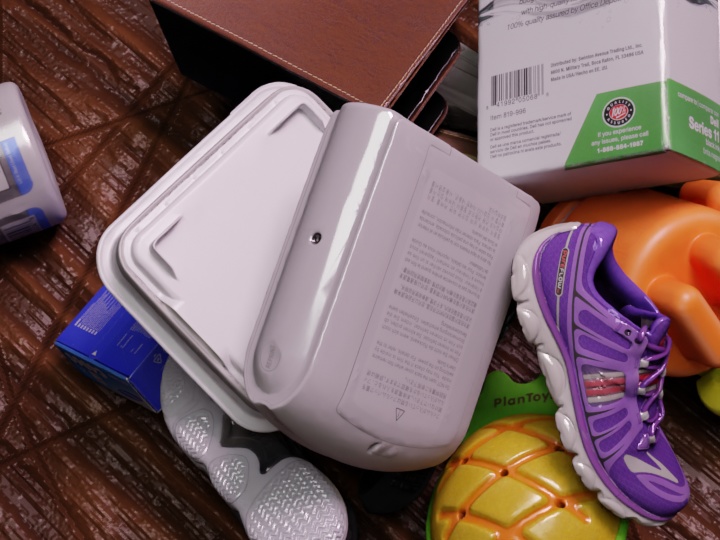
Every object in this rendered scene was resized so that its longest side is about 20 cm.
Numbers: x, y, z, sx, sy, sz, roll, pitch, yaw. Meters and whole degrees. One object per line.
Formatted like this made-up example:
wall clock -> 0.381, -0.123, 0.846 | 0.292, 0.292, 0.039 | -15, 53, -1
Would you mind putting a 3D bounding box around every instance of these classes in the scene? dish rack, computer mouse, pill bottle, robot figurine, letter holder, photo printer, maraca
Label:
dish rack -> -0.049, -0.016, 0.942 | 0.172, 0.044, 0.200 | 47, 65, -6
computer mouse -> 0.065, 0.083, 0.984 | 0.034, 0.059, 0.200 | 33, 99, -11
pill bottle -> -0.330, -0.055, 1.089 | 0.199, 0.114, 0.114 | -21, 64, -8
robot figurine -> 0.193, 0.002, 1.004 | 0.116, 0.200, 0.144 | 8, 99, -26
letter holder -> -0.024, -0.180, 1.061 | 0.200, 0.101, 0.142 | 29, 72, 19
photo printer -> 0.019, 0.020, 0.897 | 0.069, 0.166, 0.201 | 13, 82, 45
maraca -> 0.109, 0.143, 0.973 | 0.137, 0.107, 0.200 | -9, 46, 16

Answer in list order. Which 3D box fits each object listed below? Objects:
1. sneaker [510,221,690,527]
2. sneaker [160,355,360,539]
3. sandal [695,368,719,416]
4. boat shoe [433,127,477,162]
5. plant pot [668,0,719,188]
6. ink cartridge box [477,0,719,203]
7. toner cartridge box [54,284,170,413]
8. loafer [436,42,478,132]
sneaker -> 0.160, 0.065, 0.903 | 0.083, 0.081, 0.201 | -18, 101, 31
sneaker -> -0.065, 0.135, 0.984 | 0.075, 0.114, 0.200 | -32, 55, -6
sandal -> 0.280, 0.026, 1.047 | 0.087, 0.079, 0.201 | 24, 52, -26
boat shoe -> 0.001, -0.105, 1.118 | 0.199, 0.072, 0.068 | 9, 66, 10
plant pot -> 0.249, -0.160, 1.060 | 0.199, 0.200, 0.174 | 2, 63, 4
ink cartridge box -> 0.157, -0.157, 0.975 | 0.146, 0.083, 0.201 | -7, 77, 40
toner cartridge box -> -0.122, 0.002, 1.068 | 0.095, 0.043, 0.200 | 19, 62, 44
loafer -> 0.121, -0.130, 1.126 | 0.200, 0.070, 0.070 | 26, 76, 15
